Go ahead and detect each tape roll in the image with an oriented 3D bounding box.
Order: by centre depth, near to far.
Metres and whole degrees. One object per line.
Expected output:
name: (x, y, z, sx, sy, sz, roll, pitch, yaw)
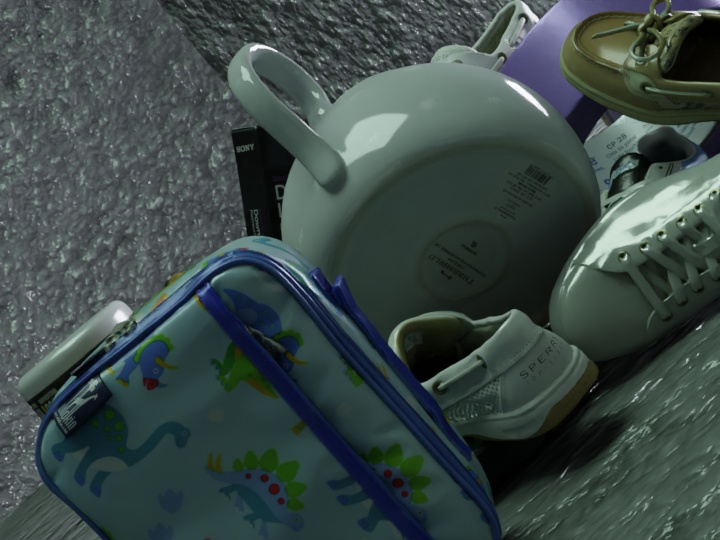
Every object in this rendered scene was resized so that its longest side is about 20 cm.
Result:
tape roll: (0.177, -0.112, 1.187, 0.200, 0.066, 0.200, -28, -32, -20)

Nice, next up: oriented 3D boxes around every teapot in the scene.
teapot: (0.032, -0.049, 1.036, 0.197, 0.200, 0.146, -15, 42, -12)

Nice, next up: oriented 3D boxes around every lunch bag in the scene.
lunch bag: (-0.040, 0.093, 0.835, 0.161, 0.200, 0.082, -39, 6, 8)

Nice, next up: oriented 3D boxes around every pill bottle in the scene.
pill bottle: (-0.174, 0.133, 1.440, 0.112, 0.200, 0.112, -40, 5, 4)

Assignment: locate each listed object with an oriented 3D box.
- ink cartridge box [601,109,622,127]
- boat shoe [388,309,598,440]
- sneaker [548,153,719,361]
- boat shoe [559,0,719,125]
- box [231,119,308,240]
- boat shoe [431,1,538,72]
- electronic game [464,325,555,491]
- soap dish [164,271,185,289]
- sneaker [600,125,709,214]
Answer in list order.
ink cartridge box: (0.254, -0.185, 1.341, 0.200, 0.083, 0.145, -33, 34, 6)
boat shoe: (0.043, 0.052, 0.944, 0.071, 0.069, 0.200, -50, 16, -31)
sneaker: (0.184, -0.025, 0.933, 0.200, 0.073, 0.085, -39, 3, -1)
boat shoe: (0.207, -0.124, 1.026, 0.200, 0.063, 0.073, 13, 61, 27)
box: (0.000, 0.000, 1.115, 0.143, 0.200, 0.036, -11, 3, -34)
boat shoe: (0.072, -0.126, 1.258, 0.071, 0.069, 0.200, -20, 21, 45)
electronic game: (0.051, 0.099, 1.017, 0.200, 0.042, 0.200, -39, 6, 5)
soap dish: (-0.095, 0.086, 1.298, 0.157, 0.081, 0.200, -10, -60, -60)
sneaker: (0.167, -0.025, 1.075, 0.072, 0.073, 0.200, -34, 9, 34)
